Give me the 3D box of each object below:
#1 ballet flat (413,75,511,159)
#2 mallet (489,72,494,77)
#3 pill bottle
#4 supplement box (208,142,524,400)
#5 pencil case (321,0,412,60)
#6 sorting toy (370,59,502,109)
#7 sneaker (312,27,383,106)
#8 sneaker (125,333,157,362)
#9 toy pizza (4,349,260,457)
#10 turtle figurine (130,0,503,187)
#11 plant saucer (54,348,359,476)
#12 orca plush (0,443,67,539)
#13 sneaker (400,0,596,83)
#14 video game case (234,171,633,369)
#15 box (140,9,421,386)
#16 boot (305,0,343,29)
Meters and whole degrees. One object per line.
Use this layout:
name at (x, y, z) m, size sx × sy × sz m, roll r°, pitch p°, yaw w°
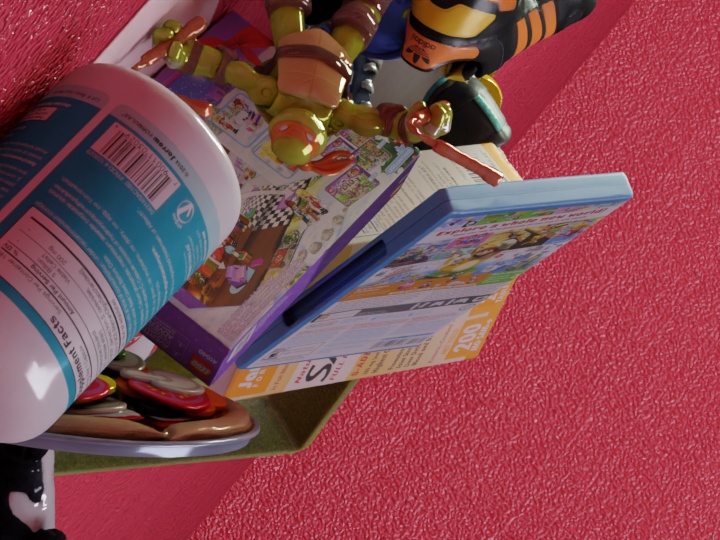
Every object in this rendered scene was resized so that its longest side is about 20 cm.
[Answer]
ballet flat at (0.055, -0.048, 1.813) m, size 0.068 × 0.068 × 0.200 m, roll -41°, pitch 164°, yaw -27°
mallet at (0.106, -0.174, 1.872) m, size 0.066 × 0.041 × 0.200 m, roll -37°, pitch 169°, yaw -38°
pill bottle at (-0.154, 0.003, 1.295) m, size 0.200 × 0.111 × 0.111 m, roll -48°, pitch 174°, yaw -28°
supplement box at (0.000, 0.000, 1.664) m, size 0.200 × 0.074 × 0.126 m, roll -9°, pitch 139°, yaw -36°
pencil case at (0.048, -0.208, 1.740) m, size 0.087 × 0.078 × 0.200 m, roll -26°, pitch -164°, yaw 45°
sorting toy at (0.029, -0.150, 1.925) m, size 0.200 × 0.107 × 0.180 m, roll -47°, pitch -161°, yaw 32°
sneaker at (-0.006, -0.081, 1.770) m, size 0.200 × 0.146 × 0.081 m, roll -49°, pitch 174°, yaw -19°
sneaker at (-0.147, 0.006, 1.619) m, size 0.108 × 0.067 × 0.201 m, roll -43°, pitch 166°, yaw -53°
toy pizza at (-0.149, 0.059, 1.407) m, size 0.200 × 0.200 × 0.032 m, roll -23°, pitch 121°, yaw -79°
turtle figurine at (-0.017, -0.105, 1.471) m, size 0.064 × 0.200 × 0.161 m, roll 106°, pitch -3°, yaw -48°
plant saucer at (-0.115, 0.079, 1.826) m, size 0.200 × 0.048 × 0.200 m, roll -4°, pitch 161°, yaw -15°
orca plush at (-0.231, 0.137, 1.768) m, size 0.071 × 0.105 × 0.200 m, roll -14°, pitch 170°, yaw -18°
sneaker at (0.079, -0.156, 1.680) m, size 0.090 × 0.070 × 0.200 m, roll -60°, pitch 161°, yaw 15°
video game case at (0.038, 0.001, 1.544) m, size 0.143 × 0.018 × 0.200 m, roll -6°, pitch 159°, yaw -42°
box at (-0.075, -0.043, 1.504) m, size 0.200 × 0.137 × 0.039 m, roll -46°, pitch 171°, yaw -42°
boot at (0.033, -0.223, 1.575) m, size 0.174 × 0.069 × 0.200 m, roll -49°, pitch 176°, yaw -26°
